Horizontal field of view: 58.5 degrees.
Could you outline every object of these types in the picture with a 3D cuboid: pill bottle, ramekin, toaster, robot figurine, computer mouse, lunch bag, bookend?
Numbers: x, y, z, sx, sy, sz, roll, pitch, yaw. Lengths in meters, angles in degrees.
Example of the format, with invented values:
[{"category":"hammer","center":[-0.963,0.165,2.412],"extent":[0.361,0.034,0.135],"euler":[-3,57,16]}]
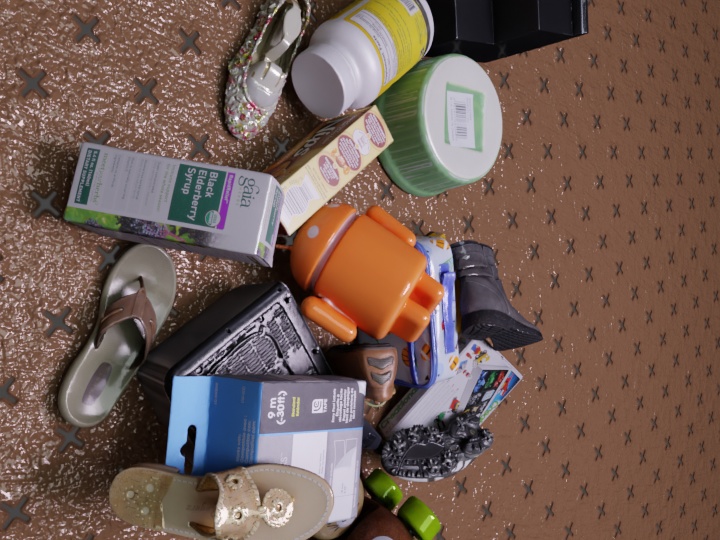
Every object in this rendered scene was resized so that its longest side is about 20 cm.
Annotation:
[{"category":"pill bottle","center":[0.003,-0.283,0.832],"extent":[0.200,0.111,0.114],"euler":[-47,117,-34]},{"category":"ramekin","center":[0.120,-0.215,0.944],"extent":[0.197,0.097,0.206],"euler":[0,91,-39]},{"category":"toaster","center":[-0.135,0.140,0.727],"extent":[0.199,0.117,0.184],"euler":[-40,113,-31]},{"category":"robot figurine","center":[-0.001,0.001,0.753],"extent":[0.198,0.117,0.146],"euler":[33,100,5]},{"category":"computer mouse","center":[0.007,0.224,0.846],"extent":[0.034,0.058,0.201],"euler":[-46,146,-12]},{"category":"lunch bag","center":[0.061,0.050,0.858],"extent":[0.074,0.158,0.206],"euler":[-10,97,-39]},{"category":"bookend","center":[0.191,-0.377,0.938],"extent":[0.197,0.197,0.095],"euler":[-9,98,-37]}]

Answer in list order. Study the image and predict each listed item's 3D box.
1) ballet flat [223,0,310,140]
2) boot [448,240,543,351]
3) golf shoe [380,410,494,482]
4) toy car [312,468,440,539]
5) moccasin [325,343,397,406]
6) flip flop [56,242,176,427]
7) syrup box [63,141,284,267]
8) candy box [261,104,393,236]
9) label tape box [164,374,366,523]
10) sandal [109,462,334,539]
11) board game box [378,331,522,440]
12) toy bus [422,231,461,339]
[{"category":"ballet flat","center":[-0.112,-0.258,0.780],"extent":[0.075,0.063,0.205],"euler":[24,76,-37]},{"category":"boot","center":[0.190,0.033,0.893],"extent":[0.199,0.069,0.135],"euler":[27,49,-53]},{"category":"golf shoe","center":[0.097,0.258,0.875],"extent":[0.197,0.078,0.095],"euler":[0,135,-39]},{"category":"toy car","center":[-0.025,0.292,0.782],"extent":[0.164,0.157,0.202],"euler":[-42,121,-20]},{"category":"moccasin","center":[0.001,0.130,0.790],"extent":[0.072,0.201,0.080],"euler":[0,84,-20]},{"category":"flip flop","center":[-0.249,0.067,0.673],"extent":[0.081,0.057,0.204],"euler":[35,69,-33]},{"category":"syrup box","center":[-0.180,-0.064,0.646],"extent":[0.195,0.081,0.081],"euler":[10,82,5]},{"category":"candy box","center":[-0.063,-0.120,0.786],"extent":[0.200,0.114,0.056],"euler":[-45,116,-29]},{"category":"label tape box","center":[-0.091,0.182,0.648],"extent":[0.197,0.063,0.148],"euler":[7,85,-39]},{"category":"sandal","center":[-0.129,0.214,0.568],"extent":[0.206,0.070,0.080],"euler":[4,87,3]},{"category":"board game box","center":[0.134,0.192,0.945],"extent":[0.201,0.035,0.126],"euler":[-48,121,2]},{"category":"toy bus","center":[0.123,0.049,0.948],"extent":[0.065,0.077,0.204],"euler":[-32,124,-34]}]
